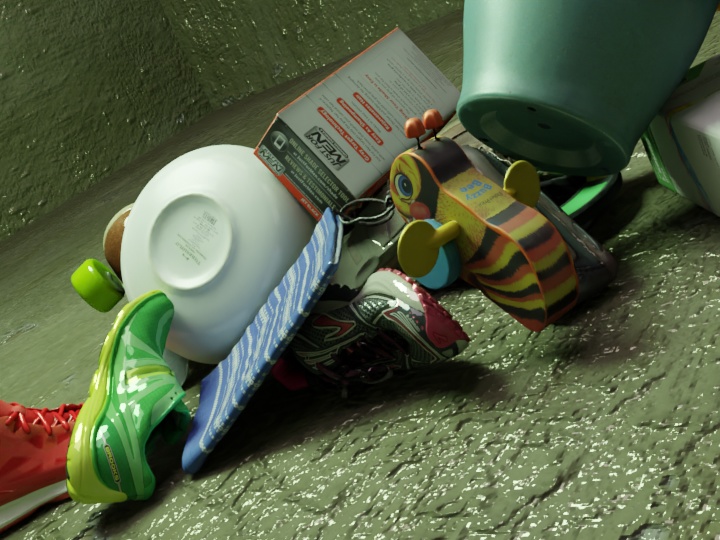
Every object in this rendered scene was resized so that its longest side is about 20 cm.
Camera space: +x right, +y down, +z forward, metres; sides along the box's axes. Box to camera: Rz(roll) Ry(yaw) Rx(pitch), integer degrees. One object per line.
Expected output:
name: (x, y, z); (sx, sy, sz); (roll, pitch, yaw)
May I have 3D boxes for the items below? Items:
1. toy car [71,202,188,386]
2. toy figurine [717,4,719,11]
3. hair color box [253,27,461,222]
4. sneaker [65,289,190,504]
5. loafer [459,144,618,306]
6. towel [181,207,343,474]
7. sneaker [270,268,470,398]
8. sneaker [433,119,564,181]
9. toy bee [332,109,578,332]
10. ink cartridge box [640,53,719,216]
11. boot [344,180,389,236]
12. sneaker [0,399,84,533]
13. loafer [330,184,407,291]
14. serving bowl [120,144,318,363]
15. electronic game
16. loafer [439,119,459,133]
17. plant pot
toy car: (-0.173, 0.028, 0.979); (0.164, 0.158, 0.200); (-44, 43, 3)
toy figurine: (0.348, -0.234, 0.852); (0.198, 0.186, 0.150); (-14, 20, 32)
hair color box: (0.004, -0.133, 0.887); (0.200, 0.102, 0.061); (-43, -1, -42)
sneaker: (-0.175, 0.103, 0.775); (0.082, 0.075, 0.202); (14, 44, -8)
loafer: (0.124, -0.037, 0.745); (0.062, 0.073, 0.201); (-18, 40, -9)
towel: (-0.076, 0.050, 0.754); (0.201, 0.024, 0.145); (-55, 11, 15)
sneaker: (0.004, 0.055, 0.701); (0.075, 0.081, 0.199); (-52, 18, -25)
sneaker: (0.141, -0.108, 0.845); (0.197, 0.071, 0.076); (-17, 14, 8)
toy bee: (0.055, -0.043, 0.646); (0.197, 0.110, 0.131); (14, 39, 22)
ink cartridge box: (0.305, -0.109, 0.714); (0.143, 0.085, 0.200); (-26, 16, 5)
boot: (0.016, -0.093, 0.994); (0.150, 0.074, 0.200); (-38, -13, 10)
sneaker: (-0.267, 0.128, 0.800); (0.199, 0.117, 0.078); (-32, 17, -18)
loafer: (0.000, 0.000, 0.869); (0.200, 0.062, 0.073); (-40, 53, 27)
serving bowl: (-0.137, -0.021, 0.867); (0.198, 0.203, 0.066); (-21, -17, 16)
electronic game: (0.137, -0.050, 0.866); (0.198, 0.042, 0.200); (-24, 17, 8)
loafer: (0.150, -0.129, 0.967); (0.198, 0.077, 0.068); (-25, -14, -30)
plant pot: (0.163, -0.181, 0.723); (0.199, 0.198, 0.190); (4, 72, 59)
